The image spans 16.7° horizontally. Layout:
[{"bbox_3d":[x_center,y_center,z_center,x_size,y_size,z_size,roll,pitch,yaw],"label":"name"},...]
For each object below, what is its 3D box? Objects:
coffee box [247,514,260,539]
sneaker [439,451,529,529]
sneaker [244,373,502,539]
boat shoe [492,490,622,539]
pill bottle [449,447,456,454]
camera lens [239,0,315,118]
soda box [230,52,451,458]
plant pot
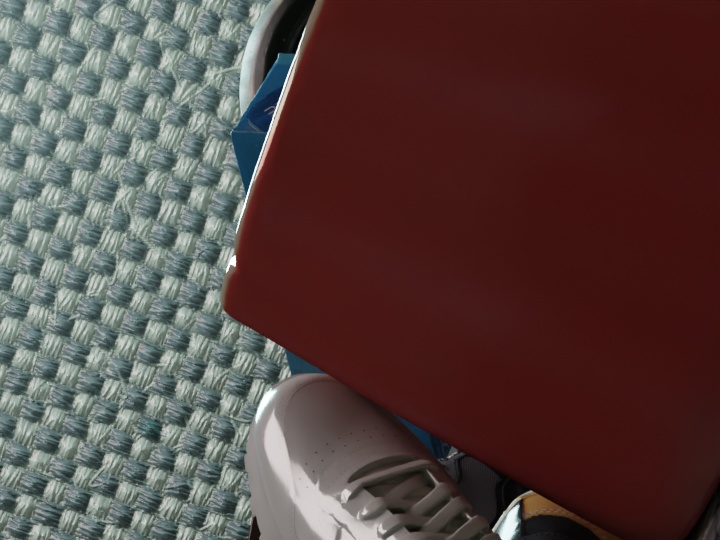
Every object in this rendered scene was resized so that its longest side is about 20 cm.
[{"bbox_3d":[-0.004,0.199,1.214,0.080,0.114,0.201,11,-90,-66],"label":"coffee box"},{"bbox_3d":[0.043,0.095,1.099,0.200,0.113,0.076,-70,-1,-55],"label":"sneaker"},{"bbox_3d":[0.027,0.107,0.826,0.076,0.200,0.081,-20,-29,-25],"label":"sneaker"},{"bbox_3d":[0.044,0.177,0.944,0.201,0.074,0.062,-66,-5,16],"label":"boat shoe"},{"bbox_3d":[0.083,0.023,1.587,0.111,0.110,0.201,-65,-6,-83],"label":"pill bottle"},{"bbox_3d":[0.015,-0.079,1.330,0.200,0.159,0.161,101,-172,-80],"label":"camera lens"},{"bbox_3d":[0.000,0.000,1.140,0.064,0.068,0.200,-63,-31,-45],"label":"soda box"},{"bbox_3d":[0.056,-0.023,0.857,0.200,0.177,0.201,19,-90,-89],"label":"plant pot"}]
